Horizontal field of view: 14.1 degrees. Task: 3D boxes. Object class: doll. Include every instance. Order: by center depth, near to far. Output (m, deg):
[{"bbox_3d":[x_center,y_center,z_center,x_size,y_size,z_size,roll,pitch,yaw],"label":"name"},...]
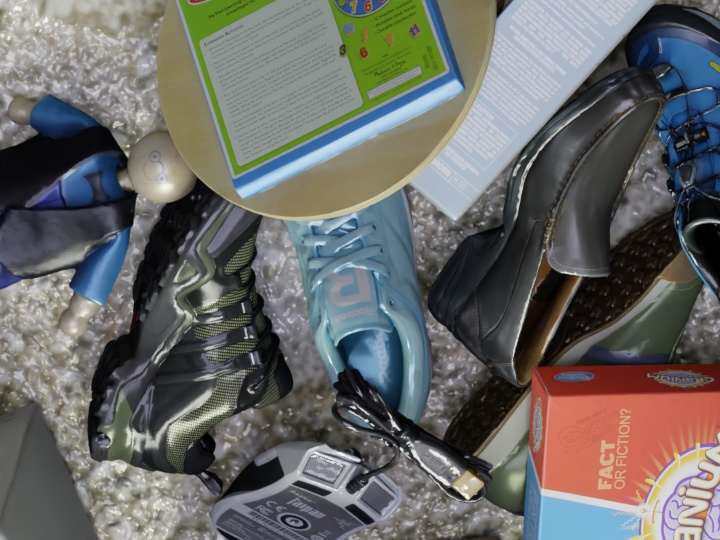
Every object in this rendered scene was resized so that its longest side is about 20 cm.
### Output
[{"bbox_3d":[-0.181,-0.027,1.602,0.200,0.048,0.137,-20,83,9],"label":"doll"}]

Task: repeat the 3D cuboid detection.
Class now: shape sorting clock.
[{"bbox_3d":[-0.019,-0.123,1.542,0.200,0.039,0.200,-5,78,25],"label":"shape sorting clock"}]

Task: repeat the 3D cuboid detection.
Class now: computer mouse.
[{"bbox_3d":[-0.016,0.112,1.615,0.110,0.044,0.200,30,147,-23],"label":"computer mouse"}]

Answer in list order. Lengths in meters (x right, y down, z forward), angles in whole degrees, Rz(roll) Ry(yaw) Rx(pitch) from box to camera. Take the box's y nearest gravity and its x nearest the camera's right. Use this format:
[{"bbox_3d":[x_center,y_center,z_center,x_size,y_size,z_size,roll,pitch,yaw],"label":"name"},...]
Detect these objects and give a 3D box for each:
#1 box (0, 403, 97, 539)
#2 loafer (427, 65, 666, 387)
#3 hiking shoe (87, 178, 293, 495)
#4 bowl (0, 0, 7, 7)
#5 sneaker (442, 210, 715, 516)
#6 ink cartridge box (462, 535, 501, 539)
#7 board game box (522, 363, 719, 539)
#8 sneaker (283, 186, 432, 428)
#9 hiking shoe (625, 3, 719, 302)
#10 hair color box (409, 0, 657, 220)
[{"bbox_3d":[-0.246,0.208,1.603,0.199,0.200,0.172,-19,107,6],"label":"box"},{"bbox_3d":[0.114,-0.024,1.572,0.072,0.073,0.200,52,131,27],"label":"loafer"},{"bbox_3d":[-0.078,0.028,1.625,0.101,0.076,0.200,20,112,-17],"label":"hiking shoe"},{"bbox_3d":[-0.268,-0.202,1.542,0.201,0.090,0.201,0,107,1],"label":"bowl"},{"bbox_3d":[0.142,0.061,1.635,0.090,0.067,0.200,41,99,-23],"label":"sneaker"},{"bbox_3d":[-0.010,0.224,1.624,0.200,0.165,0.075,-8,109,2],"label":"ink cartridge box"},{"bbox_3d":[0.191,0.128,1.609,0.200,0.040,0.153,-2,111,-9],"label":"board game box"},{"bbox_3d":[0.000,0.000,1.603,0.074,0.082,0.200,-19,105,4],"label":"sneaker"},{"bbox_3d":[0.198,-0.052,1.560,0.074,0.087,0.200,-32,86,36],"label":"hiking shoe"},{"bbox_3d":[0.095,-0.128,1.557,0.061,0.099,0.200,40,102,-10],"label":"hair color box"}]
